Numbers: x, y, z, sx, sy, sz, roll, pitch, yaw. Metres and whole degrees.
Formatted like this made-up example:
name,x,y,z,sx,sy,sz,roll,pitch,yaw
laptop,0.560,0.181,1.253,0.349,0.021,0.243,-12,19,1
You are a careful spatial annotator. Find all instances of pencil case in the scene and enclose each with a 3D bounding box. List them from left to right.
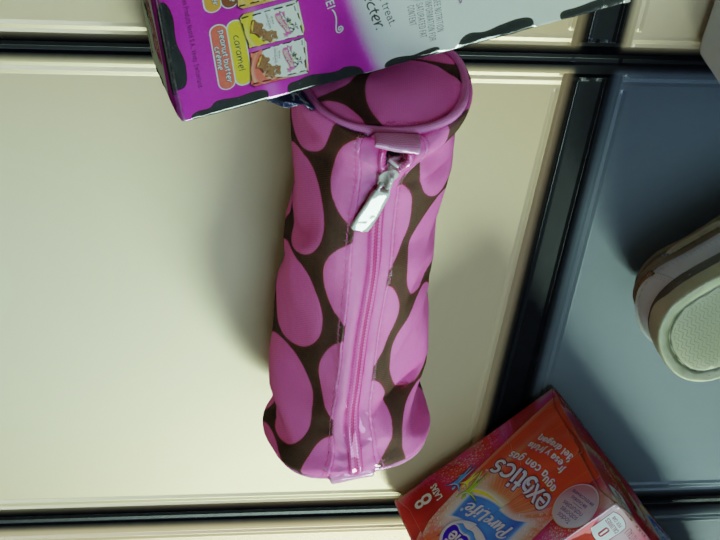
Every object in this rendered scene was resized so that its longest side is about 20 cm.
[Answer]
name,x,y,z,sx,sy,sz,roll,pitch,yaw
pencil case,0.000,0.000,1.296,0.090,0.094,0.201,-7,126,-15

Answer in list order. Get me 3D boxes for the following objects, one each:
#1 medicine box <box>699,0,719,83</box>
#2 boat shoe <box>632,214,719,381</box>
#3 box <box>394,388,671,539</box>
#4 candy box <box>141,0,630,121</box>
name,x,y,z,sx,sy,sz,roll,pitch,yaw
medicine box,0.276,-0.139,1.290,0.199,0.103,0.183,4,122,-21
boat shoe,0.218,-0.020,1.375,0.199,0.068,0.075,-21,120,-3
box,0.114,0.168,1.451,0.099,0.096,0.200,-35,127,6
candy box,0.004,-0.155,1.210,0.199,0.061,0.137,-15,127,-9
